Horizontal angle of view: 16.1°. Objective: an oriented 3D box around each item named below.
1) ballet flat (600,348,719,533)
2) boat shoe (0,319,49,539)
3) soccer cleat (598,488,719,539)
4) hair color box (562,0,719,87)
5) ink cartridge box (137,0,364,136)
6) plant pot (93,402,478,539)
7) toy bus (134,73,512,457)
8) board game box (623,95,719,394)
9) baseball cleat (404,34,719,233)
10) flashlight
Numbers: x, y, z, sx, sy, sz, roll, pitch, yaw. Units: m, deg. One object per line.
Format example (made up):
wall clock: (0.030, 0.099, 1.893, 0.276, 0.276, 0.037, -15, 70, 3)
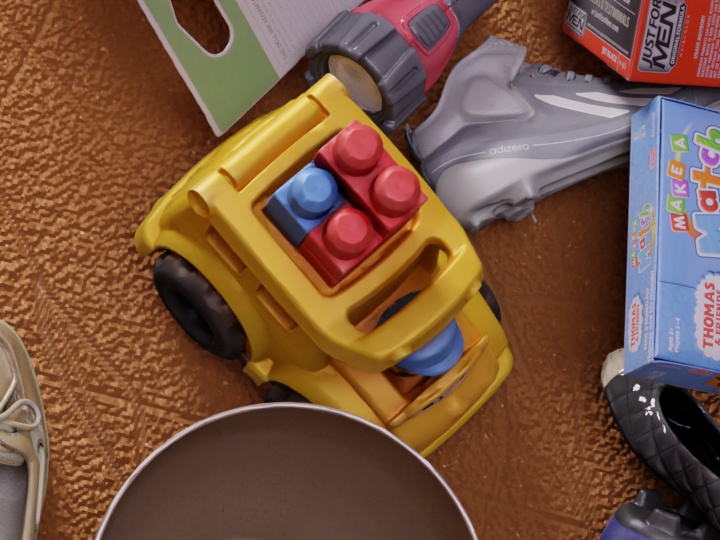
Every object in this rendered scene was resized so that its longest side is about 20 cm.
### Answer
ballet flat: (0.196, 0.103, 1.356, 0.066, 0.057, 0.200, 5, 33, -40)
boat shoe: (-0.194, 0.118, 1.296, 0.073, 0.063, 0.201, 6, 77, -13)
soccer cleat: (0.217, 0.185, 1.394, 0.200, 0.065, 0.084, 20, 103, -13)
hair color box: (0.225, -0.141, 1.422, 0.200, 0.102, 0.061, 3, 110, -19)
ink cartridge box: (-0.049, -0.191, 1.370, 0.200, 0.048, 0.146, -43, 127, -18)
plant pot: (-0.049, 0.176, 1.282, 0.200, 0.134, 0.200, 3, 77, -14)
toy bus: (0.000, 0.000, 1.304, 0.136, 0.192, 0.200, -41, 91, -20)
board game box: (0.238, 0.000, 1.378, 0.200, 0.037, 0.151, 13, 68, -22)
baseball cleat: (0.121, -0.096, 1.419, 0.200, 0.070, 0.107, -22, 78, -21)
flashlight: (0.053, -0.156, 1.406, 0.068, 0.068, 0.200, 28, 55, 24)
